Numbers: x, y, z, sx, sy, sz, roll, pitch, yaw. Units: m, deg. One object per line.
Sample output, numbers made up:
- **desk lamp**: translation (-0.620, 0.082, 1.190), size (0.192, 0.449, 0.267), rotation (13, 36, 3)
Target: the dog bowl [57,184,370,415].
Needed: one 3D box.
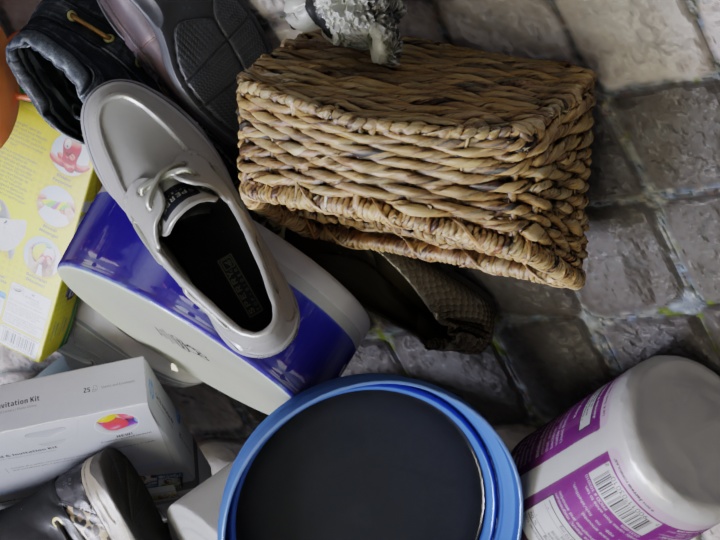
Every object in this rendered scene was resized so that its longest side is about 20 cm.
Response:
- **dog bowl**: translation (-0.097, 0.017, 1.548), size (0.199, 0.079, 0.200), rotation (30, 169, 7)

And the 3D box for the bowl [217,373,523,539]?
- **bowl**: translation (0.004, 0.160, 1.500), size (0.201, 0.200, 0.039), rotation (53, 178, -21)

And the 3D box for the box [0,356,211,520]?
- **box**: translation (-0.202, 0.134, 1.693), size (0.155, 0.041, 0.200), rotation (-12, 152, 6)

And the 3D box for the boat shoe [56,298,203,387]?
- **boat shoe**: translation (-0.192, 0.043, 1.694), size (0.199, 0.072, 0.069), rotation (23, 121, 13)

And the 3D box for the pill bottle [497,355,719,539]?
- **pill bottle**: translation (0.158, 0.142, 1.537), size (0.112, 0.113, 0.200), rotation (41, 140, -9)

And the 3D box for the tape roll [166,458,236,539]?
- **tape roll**: translation (-0.023, 0.209, 1.644), size (0.203, 0.139, 0.203), rotation (48, 160, 23)

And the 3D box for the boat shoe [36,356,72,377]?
- **boat shoe**: translation (-0.209, 0.115, 1.790), size (0.199, 0.071, 0.091), rotation (-25, 145, 30)

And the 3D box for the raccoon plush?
- **raccoon plush**: translation (0.016, -0.199, 1.322), size (0.134, 0.097, 0.199), rotation (41, 140, -20)

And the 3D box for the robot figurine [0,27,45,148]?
- **robot figurine**: translation (-0.306, -0.112, 1.517), size (0.144, 0.198, 0.118), rotation (165, 92, -79)

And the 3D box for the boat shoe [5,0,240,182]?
- **boat shoe**: translation (-0.142, -0.098, 1.520), size (0.200, 0.091, 0.071), rotation (46, 139, -13)

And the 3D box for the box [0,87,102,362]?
- **box**: translation (-0.235, -0.051, 1.621), size (0.117, 0.048, 0.201), rotation (25, 117, 13)

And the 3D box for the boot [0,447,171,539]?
- **boot**: translation (-0.197, 0.238, 1.660), size (0.150, 0.073, 0.201), rotation (-20, 101, 17)

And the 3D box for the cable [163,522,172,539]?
- **cable**: translation (-0.170, 0.221, 1.781), size (0.162, 0.200, 0.051), rotation (-13, 80, 24)

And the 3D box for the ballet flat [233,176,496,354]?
- **ballet flat**: translation (0.000, 0.000, 1.533), size (0.199, 0.047, 0.067), rotation (32, 137, -11)

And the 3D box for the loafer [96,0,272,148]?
- **loafer**: translation (-0.120, -0.160, 1.476), size (0.200, 0.072, 0.063), rotation (53, 156, -12)

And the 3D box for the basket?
- **basket**: translation (0.028, -0.046, 1.389), size (0.199, 0.143, 0.150), rotation (12, 117, 21)

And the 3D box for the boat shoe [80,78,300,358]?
- **boat shoe**: translation (-0.106, -0.035, 1.423), size (0.201, 0.072, 0.066), rotation (60, 178, 10)
